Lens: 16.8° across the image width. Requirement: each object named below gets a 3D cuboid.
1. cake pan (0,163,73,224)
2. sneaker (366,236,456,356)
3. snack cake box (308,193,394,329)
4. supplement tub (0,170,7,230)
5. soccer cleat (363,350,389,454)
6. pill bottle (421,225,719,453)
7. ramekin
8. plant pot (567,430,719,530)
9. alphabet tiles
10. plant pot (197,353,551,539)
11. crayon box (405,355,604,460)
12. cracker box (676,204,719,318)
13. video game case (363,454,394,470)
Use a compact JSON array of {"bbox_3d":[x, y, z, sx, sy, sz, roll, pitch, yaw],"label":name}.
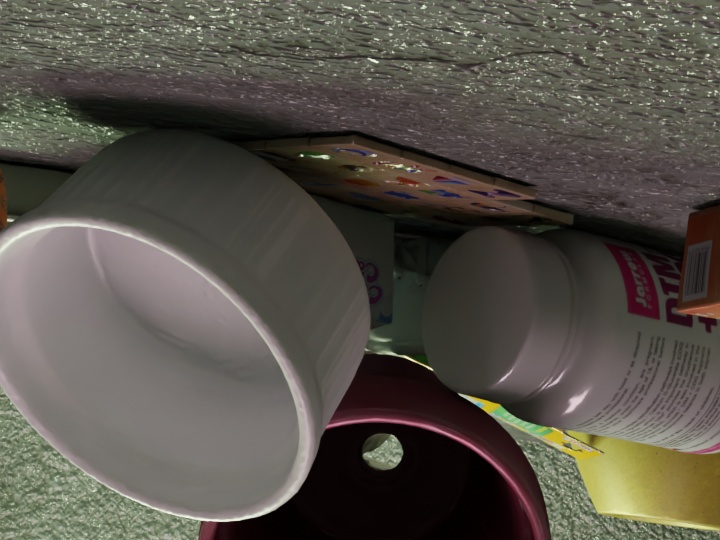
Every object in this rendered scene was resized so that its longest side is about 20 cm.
[{"bbox_3d":[-0.197,-0.033,1.525,0.199,0.037,0.200,7,173,1],"label":"cake pan"},{"bbox_3d":[0.000,0.000,1.490,0.199,0.075,0.089,-6,131,18],"label":"sneaker"},{"bbox_3d":[-0.090,0.009,1.416,0.199,0.068,0.115,-16,157,42],"label":"snack cake box"},{"bbox_3d":[-0.298,-0.031,1.303,0.199,0.123,0.122,5,173,18],"label":"supplement tub"},{"bbox_3d":[0.002,0.086,1.605,0.077,0.070,0.200,4,171,19],"label":"soccer cleat"},{"bbox_3d":[0.139,0.038,1.403,0.199,0.114,0.113,12,172,-39],"label":"pill bottle"},{"bbox_3d":[-0.091,0.024,1.263,0.200,0.098,0.201,19,136,20],"label":"ramekin"},{"bbox_3d":[0.239,0.122,1.868,0.199,0.143,0.200,8,174,1],"label":"plant pot"},{"bbox_3d":[0.013,-0.046,1.310,0.199,0.008,0.167,14,171,-42],"label":"alphabet tiles"},{"bbox_3d":[0.008,0.140,1.421,0.199,0.201,0.179,8,-162,-2],"label":"plant pot"},{"bbox_3d":[0.090,0.071,1.777,0.199,0.052,0.126,27,173,1],"label":"crayon box"},{"bbox_3d":[0.276,0.007,1.227,0.199,0.058,0.134,9,174,-11],"label":"cracker box"},{"bbox_3d":[-0.056,0.121,1.646,0.181,0.023,0.200,19,-178,28],"label":"video game case"}]
